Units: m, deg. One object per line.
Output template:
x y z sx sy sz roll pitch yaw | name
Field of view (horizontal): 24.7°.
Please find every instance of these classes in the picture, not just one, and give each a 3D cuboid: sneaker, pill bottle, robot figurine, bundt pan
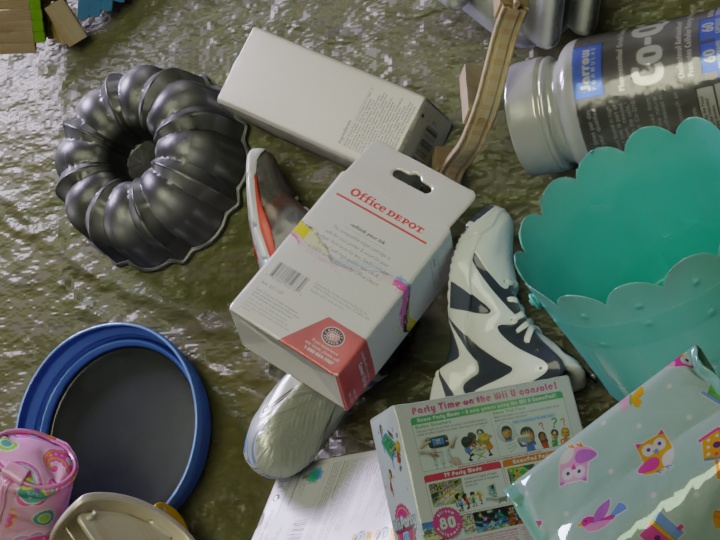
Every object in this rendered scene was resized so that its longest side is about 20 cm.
0.136 0.051 1.342 0.129 0.079 0.201 7 74 21 | sneaker
-0.052 -0.021 1.468 0.081 0.077 0.201 -14 69 -7 | sneaker
0.225 -0.140 1.329 0.199 0.114 0.115 -10 72 23 | pill bottle
0.124 -0.267 1.405 0.169 0.114 0.200 -20 45 -28 | robot figurine
-0.028 0.093 1.405 0.200 0.072 0.072 -48 18 -13 | sneaker
-0.207 -0.105 1.549 0.200 0.076 0.204 -7 73 25 | bundt pan

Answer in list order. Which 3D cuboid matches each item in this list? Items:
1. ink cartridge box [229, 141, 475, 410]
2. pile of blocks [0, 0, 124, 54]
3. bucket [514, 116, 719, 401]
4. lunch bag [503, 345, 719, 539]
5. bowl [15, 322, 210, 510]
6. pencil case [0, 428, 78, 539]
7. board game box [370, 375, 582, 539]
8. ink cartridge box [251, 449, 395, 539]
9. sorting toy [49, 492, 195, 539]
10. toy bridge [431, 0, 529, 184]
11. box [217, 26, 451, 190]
0.000 0.000 1.360 0.116 0.068 0.200 30 68 24 | ink cartridge box
-0.287 -0.281 1.655 0.199 0.082 0.062 -26 23 8 | pile of blocks
0.232 -0.002 1.234 0.206 0.135 0.208 -24 31 15 | bucket
0.219 0.174 1.111 0.170 0.200 0.122 -38 43 6 | lunch bag
-0.226 0.150 1.508 0.199 0.039 0.202 -7 73 24 | bowl
-0.314 0.237 1.462 0.087 0.087 0.201 41 122 29 | pencil case
0.103 0.190 1.219 0.146 0.064 0.202 -8 77 -19 | board game box
0.000 0.201 1.333 0.199 0.042 0.120 -17 36 37 | ink cartridge box
-0.206 0.312 1.426 0.180 0.107 0.200 -43 77 27 | sorting toy
0.098 -0.143 1.356 0.027 0.201 0.068 11 44 -10 | toy bridge
-0.024 -0.143 1.475 0.199 0.068 0.083 27 88 29 | box
